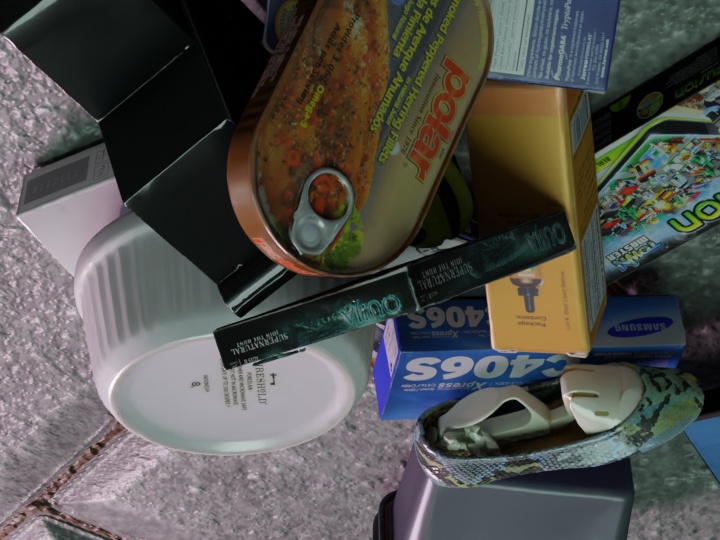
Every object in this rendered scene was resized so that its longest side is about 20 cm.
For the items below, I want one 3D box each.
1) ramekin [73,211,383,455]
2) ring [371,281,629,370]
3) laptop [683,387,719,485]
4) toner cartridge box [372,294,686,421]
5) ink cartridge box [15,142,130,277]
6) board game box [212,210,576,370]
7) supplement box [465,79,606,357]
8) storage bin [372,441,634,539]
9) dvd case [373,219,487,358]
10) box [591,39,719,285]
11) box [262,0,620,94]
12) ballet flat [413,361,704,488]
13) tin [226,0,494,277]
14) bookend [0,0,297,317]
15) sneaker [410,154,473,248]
[{"bbox_3d":[-0.083,0.041,1.332,0.202,0.094,0.202,-2,147,-1],"label":"ramekin"},{"bbox_3d":[0.098,0.041,1.487,0.200,0.019,0.201,1,139,0],"label":"ring"},{"bbox_3d":[0.304,0.133,1.486,0.187,0.116,0.200,-17,179,34],"label":"laptop"},{"bbox_3d":[0.114,0.060,1.435,0.200,0.043,0.095,-1,148,-10],"label":"toner cartridge box"},{"bbox_3d":[-0.098,-0.030,1.392,0.200,0.045,0.176,-20,135,23],"label":"ink cartridge box"},{"bbox_3d":[0.024,0.011,1.209,0.135,0.028,0.200,-18,180,33],"label":"board game box"},{"bbox_3d":[0.111,-0.044,1.302,0.066,0.069,0.200,3,122,18],"label":"supplement box"},{"bbox_3d":[0.115,0.187,1.578,0.200,0.146,0.134,5,129,-4],"label":"storage bin"},{"bbox_3d":[0.000,0.000,1.386,0.200,0.025,0.150,20,140,-31],"label":"dvd case"},{"bbox_3d":[0.201,-0.070,1.338,0.200,0.035,0.110,-32,130,33],"label":"box"},{"bbox_3d":[0.049,-0.172,1.183,0.200,0.032,0.121,6,105,-6],"label":"box"},{"bbox_3d":[0.128,0.098,1.396,0.200,0.074,0.074,-18,136,12],"label":"ballet flat"},{"bbox_3d":[0.001,-0.089,1.122,0.112,0.200,0.042,32,161,-21],"label":"tin"},{"bbox_3d":[-0.115,-0.111,1.167,0.092,0.199,0.200,-38,128,12],"label":"bookend"},{"bbox_3d":[0.008,-0.107,1.269,0.074,0.084,0.200,-21,117,-1],"label":"sneaker"}]
